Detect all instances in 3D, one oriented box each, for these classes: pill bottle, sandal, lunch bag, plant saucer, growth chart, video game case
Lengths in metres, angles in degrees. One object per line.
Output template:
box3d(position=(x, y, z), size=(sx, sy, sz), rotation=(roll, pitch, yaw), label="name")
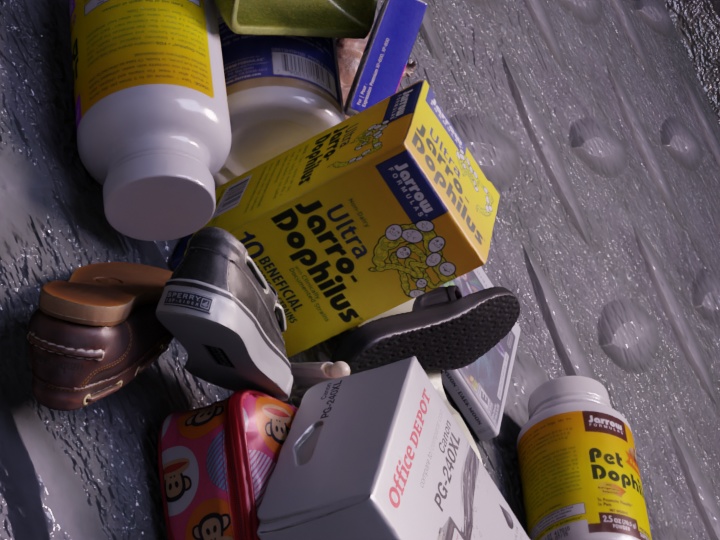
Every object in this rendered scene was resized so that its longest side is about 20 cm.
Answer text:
box3d(position=(0.202, 0.197, 1.597), size=(0.109, 0.109, 0.200), rotation=(44, 30, -40), label="pill bottle")
box3d(position=(-0.144, -0.122, 1.193), size=(0.104, 0.104, 0.200), rotation=(38, 34, -47), label="pill bottle")
box3d(position=(0.048, 0.039, 1.295), size=(0.200, 0.075, 0.048), rotation=(-9, 48, -48), label="sandal")
box3d(position=(-0.046, 0.181, 1.131), size=(0.200, 0.082, 0.176), rotation=(31, 44, -54), label="lunch bag")
box3d(position=(-0.043, -0.271, 1.260), size=(0.200, 0.048, 0.200), rotation=(-11, 114, -60), label="plant saucer")
box3d(position=(-0.077, -0.166, 1.362), size=(0.120, 0.120, 0.200), rotation=(41, 32, -44), label="pill bottle")
box3d(position=(0.011, 0.136, 1.260), size=(0.018, 0.145, 0.200), rotation=(-45, 113, -20), label="growth chart")
box3d(position=(0.088, 0.036, 1.631), size=(0.182, 0.023, 0.200), rotation=(56, 24, -18), label="video game case")

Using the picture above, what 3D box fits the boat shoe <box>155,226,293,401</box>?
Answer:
box3d(position=(-0.075, 0.031, 1.093), size=(0.200, 0.071, 0.064), rotation=(77, 28, -70), label="boat shoe")

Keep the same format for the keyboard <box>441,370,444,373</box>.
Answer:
box3d(position=(0.000, 0.000, 1.420), size=(0.200, 0.021, 0.127), rotation=(39, 31, -19), label="keyboard")

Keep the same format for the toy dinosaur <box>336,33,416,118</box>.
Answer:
box3d(position=(-0.022, -0.169, 1.543), size=(0.136, 0.086, 0.200), rotation=(11, 72, -50), label="toy dinosaur")

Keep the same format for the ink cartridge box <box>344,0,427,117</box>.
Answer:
box3d(position=(0.017, -0.162, 1.345), size=(0.037, 0.095, 0.200), rotation=(20, 3, -1), label="ink cartridge box")

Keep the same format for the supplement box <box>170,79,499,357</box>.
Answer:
box3d(position=(-0.016, -0.030, 1.248), size=(0.109, 0.200, 0.110), rotation=(55, 24, -20), label="supplement box")

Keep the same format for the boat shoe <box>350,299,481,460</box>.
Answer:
box3d(position=(0.031, 0.093, 1.343), size=(0.071, 0.063, 0.200), rotation=(-9, 67, -35), label="boat shoe")

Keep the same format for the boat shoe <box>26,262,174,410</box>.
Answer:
box3d(position=(-0.155, 0.037, 1.064), size=(0.200, 0.070, 0.070), rotation=(-27, 128, -75), label="boat shoe")

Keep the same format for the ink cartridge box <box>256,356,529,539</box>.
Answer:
box3d(position=(0.033, 0.177, 1.096), size=(0.200, 0.083, 0.145), rotation=(58, 27, -24), label="ink cartridge box")
